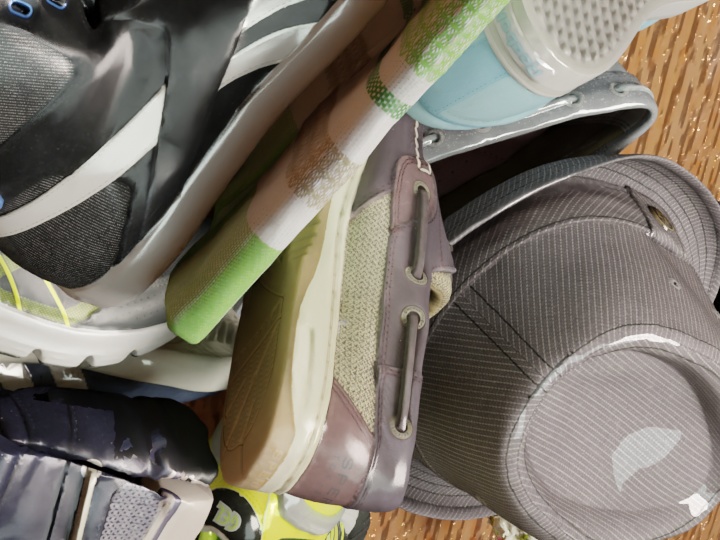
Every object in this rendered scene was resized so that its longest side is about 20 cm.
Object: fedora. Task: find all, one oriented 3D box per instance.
[{"bbox_3d":[0.091,0.049,0.918,0.177,0.090,0.200,-43,141,2],"label":"fedora"}]

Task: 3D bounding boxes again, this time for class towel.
[{"bbox_3d":[0.013,-0.075,0.718,0.200,0.031,0.149,-48,-174,15],"label":"towel"}]

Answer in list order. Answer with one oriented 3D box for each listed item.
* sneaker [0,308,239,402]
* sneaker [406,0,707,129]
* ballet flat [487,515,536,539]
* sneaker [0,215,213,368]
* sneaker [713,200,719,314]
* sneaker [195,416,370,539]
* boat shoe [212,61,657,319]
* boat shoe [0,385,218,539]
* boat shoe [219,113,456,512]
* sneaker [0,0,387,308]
[{"bbox_3d":[-0.132,0.033,0.817,0.199,0.075,0.085,7,127,-39],"label":"sneaker"},{"bbox_3d":[0.069,-0.106,0.867,0.082,0.074,0.200,-24,-174,34],"label":"sneaker"},{"bbox_3d":[0.068,0.044,1.031,0.064,0.076,0.201,4,122,-9],"label":"ballet flat"},{"bbox_3d":[-0.120,-0.028,0.739,0.199,0.075,0.085,11,121,-37],"label":"sneaker"},{"bbox_3d":[0.195,0.017,1.105,0.202,0.077,0.147,-26,141,-23],"label":"sneaker"},{"bbox_3d":[-0.041,0.091,0.911,0.076,0.075,0.200,-48,167,-19],"label":"sneaker"},{"bbox_3d":[0.020,-0.026,0.906,0.202,0.065,0.075,-34,141,-15],"label":"boat shoe"},{"bbox_3d":[-0.136,0.118,0.797,0.093,0.075,0.200,16,113,-38],"label":"boat shoe"},{"bbox_3d":[0.000,0.000,0.820,0.065,0.200,0.072,26,135,-17],"label":"boat shoe"},{"bbox_3d":[-0.059,-0.091,0.670,0.112,0.073,0.200,31,95,-39],"label":"sneaker"}]
